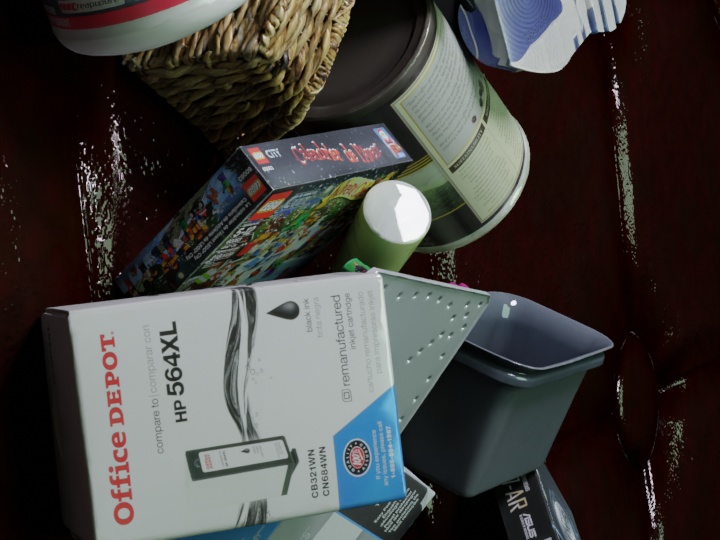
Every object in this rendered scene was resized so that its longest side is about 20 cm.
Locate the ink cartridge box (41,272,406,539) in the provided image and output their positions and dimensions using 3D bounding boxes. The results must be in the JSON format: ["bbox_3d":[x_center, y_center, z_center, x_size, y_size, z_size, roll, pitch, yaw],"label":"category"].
[{"bbox_3d":[-0.085,0.083,1.086,0.200,0.084,0.146,-8,93,-21],"label":"ink cartridge box"}]

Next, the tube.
[{"bbox_3d":[0.000,0.000,1.316,0.058,0.200,0.052,-31,77,-25],"label":"tube"}]

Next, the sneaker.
[{"bbox_3d":[0.120,-0.200,1.401,0.199,0.115,0.081,-28,110,-51],"label":"sneaker"}]

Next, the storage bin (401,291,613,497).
[{"bbox_3d":[0.104,0.104,1.514,0.200,0.145,0.134,-8,120,-61],"label":"storage bin"}]

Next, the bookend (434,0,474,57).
[{"bbox_3d":[0.063,-0.235,1.505,0.200,0.092,0.199,55,43,-46],"label":"bookend"}]

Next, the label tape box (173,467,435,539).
[{"bbox_3d":[-0.052,0.162,1.202,0.143,0.066,0.200,-51,145,-2],"label":"label tape box"}]

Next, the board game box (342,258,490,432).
[{"bbox_3d":[-0.006,0.085,1.289,0.200,0.026,0.200,-57,153,11],"label":"board game box"}]

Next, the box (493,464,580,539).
[{"bbox_3d":[0.172,0.257,1.608,0.200,0.043,0.160,-104,167,-49],"label":"box"}]

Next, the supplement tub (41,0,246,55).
[{"bbox_3d":[-0.150,-0.244,1.062,0.140,0.140,0.200,-53,132,-50],"label":"supplement tub"}]

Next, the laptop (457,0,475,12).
[{"bbox_3d":[0.053,-0.319,1.281,0.200,0.103,0.177,48,19,-25],"label":"laptop"}]

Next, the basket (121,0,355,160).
[{"bbox_3d":[-0.054,-0.194,1.229,0.149,0.143,0.200,42,51,-51],"label":"basket"}]

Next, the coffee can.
[{"bbox_3d":[0.029,-0.124,1.370,0.200,0.146,0.147,47,47,-49],"label":"coffee can"}]

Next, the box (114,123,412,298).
[{"bbox_3d":[-0.062,-0.036,1.208,0.038,0.137,0.200,52,27,11],"label":"box"}]
